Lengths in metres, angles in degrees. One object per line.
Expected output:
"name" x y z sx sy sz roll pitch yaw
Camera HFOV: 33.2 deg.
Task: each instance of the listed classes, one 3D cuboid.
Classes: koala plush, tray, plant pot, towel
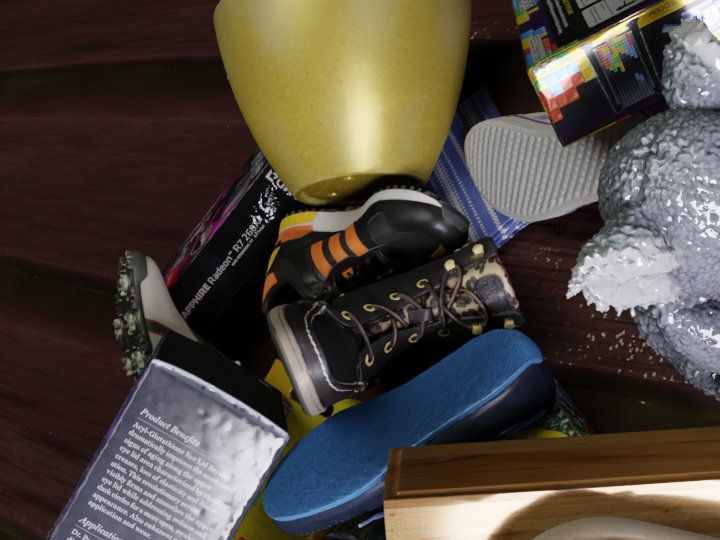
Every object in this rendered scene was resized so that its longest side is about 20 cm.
"koala plush" 0.193 -0.019 0.642 0.183 0.199 0.179 20 83 48
"tray" 0.113 0.117 0.650 0.197 0.099 0.038 -5 97 4
"plant pot" -0.008 -0.129 0.913 0.199 0.199 0.144 -13 78 40
"towel" 0.048 -0.034 0.934 0.200 0.024 0.145 -41 43 18

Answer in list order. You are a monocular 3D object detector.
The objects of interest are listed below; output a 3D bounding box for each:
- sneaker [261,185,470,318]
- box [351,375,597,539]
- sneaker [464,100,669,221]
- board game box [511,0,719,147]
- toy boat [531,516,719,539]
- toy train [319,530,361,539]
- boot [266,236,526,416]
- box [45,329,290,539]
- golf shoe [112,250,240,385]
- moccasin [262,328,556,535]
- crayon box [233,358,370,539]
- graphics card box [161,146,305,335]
"sneaker" 0.000 0.000 0.887 0.199 0.070 0.091 -8 56 49
"box" 0.078 0.173 0.771 0.200 0.038 0.137 -47 43 14
"sneaker" 0.162 -0.084 0.810 0.200 0.114 0.073 6 116 58
"board game box" 0.182 -0.163 0.751 0.164 0.057 0.200 -24 20 15
"toy boat" 0.147 0.204 0.557 0.198 0.132 0.131 10 33 9
"toy train" -0.002 0.257 0.716 0.113 0.086 0.202 -8 64 35
"boot" 0.027 0.033 0.785 0.149 0.200 0.074 -23 82 8
"box" -0.141 0.157 0.828 0.201 0.104 0.148 -60 7 0
"golf shoe" -0.140 0.077 0.956 0.077 0.087 0.202 -15 91 68
"moccasin" 0.034 0.116 0.746 0.199 0.068 0.081 -29 39 16
"crayon box" -0.056 0.180 0.891 0.126 0.051 0.202 21 84 49
"graphics card box" -0.116 -0.021 1.029 0.200 0.051 0.126 -50 14 12
